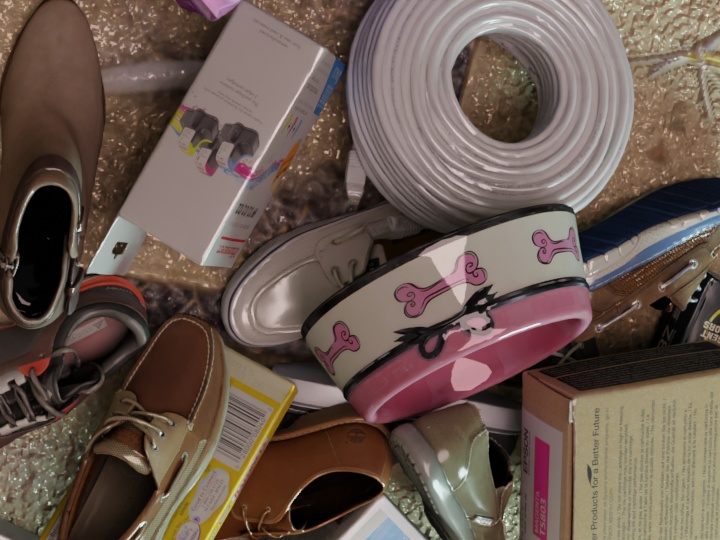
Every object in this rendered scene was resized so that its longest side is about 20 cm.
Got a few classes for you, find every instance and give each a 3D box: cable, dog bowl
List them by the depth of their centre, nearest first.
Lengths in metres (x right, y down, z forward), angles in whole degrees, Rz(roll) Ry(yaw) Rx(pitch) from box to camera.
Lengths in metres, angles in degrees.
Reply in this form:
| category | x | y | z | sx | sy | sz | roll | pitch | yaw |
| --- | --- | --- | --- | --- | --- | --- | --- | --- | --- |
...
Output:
| category | x | y | z | sx | sy | sz | roll | pitch | yaw |
| --- | --- | --- | --- | --- | --- | --- | --- | --- | --- |
| dog bowl | 0.064 | 0.034 | 1.456 | 0.199 | 0.200 | 0.074 | -20 | 77 | -13 |
| cable | 0.087 | -0.121 | 1.496 | 0.199 | 0.069 | 0.202 | 0 | 82 | -18 |

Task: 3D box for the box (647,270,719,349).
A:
| category | x | y | z | sx | sy | sz | roll | pitch | yaw |
| --- | --- | --- | --- | --- | --- | --- | --- | --- | --- |
| box | 0.300 | 0.103 | 1.669 | 0.199 | 0.049 | 0.162 | 22 | 100 | -22 |

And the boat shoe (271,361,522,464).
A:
| category | x | y | z | sx | sy | sz | roll | pitch | yaw |
| --- | --- | --- | --- | --- | --- | --- | --- | --- | --- |
| boat shoe | 0.024 | 0.111 | 1.568 | 0.199 | 0.070 | 0.067 | 10 | 99 | -29 |

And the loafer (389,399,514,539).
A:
| category | x | y | z | sx | sy | sz | roll | pitch | yaw |
| --- | --- | --- | --- | --- | --- | --- | --- | --- | --- |
| loafer | 0.082 | 0.158 | 1.535 | 0.069 | 0.075 | 0.200 | -34 | 144 | -6 |

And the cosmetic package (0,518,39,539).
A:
| category | x | y | z | sx | sy | sz | roll | pitch | yaw |
| --- | --- | --- | --- | --- | --- | --- | --- | --- | --- |
| cosmetic package | -0.304 | 0.223 | 1.487 | 0.199 | 0.052 | 0.151 | 29 | 90 | -23 |

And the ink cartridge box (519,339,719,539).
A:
| category | x | y | z | sx | sy | sz | roll | pitch | yaw |
| --- | --- | --- | --- | --- | --- | --- | --- | --- | --- |
| ink cartridge box | 0.195 | 0.161 | 1.545 | 0.164 | 0.075 | 0.201 | -7 | 107 | -25 |

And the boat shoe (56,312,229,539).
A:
| category | x | y | z | sx | sy | sz | roll | pitch | yaw |
| --- | --- | --- | --- | --- | --- | --- | --- | --- | --- |
| boat shoe | -0.141 | 0.119 | 1.439 | 0.075 | 0.072 | 0.201 | 16 | 74 | 13 |

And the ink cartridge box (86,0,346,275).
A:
| category | x | y | z | sx | sy | sz | roll | pitch | yaw |
| --- | --- | --- | --- | --- | --- | --- | --- | --- | --- |
| ink cartridge box | -0.091 | -0.068 | 1.442 | 0.068 | 0.115 | 0.201 | 31 | 93 | 6 |

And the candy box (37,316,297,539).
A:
| category | x | y | z | sx | sy | sz | roll | pitch | yaw |
| --- | --- | --- | --- | --- | --- | --- | --- | --- | --- |
| candy box | -0.134 | 0.141 | 1.484 | 0.102 | 0.026 | 0.201 | 27 | 76 | 14 |

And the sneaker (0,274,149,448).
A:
| category | x | y | z | sx | sy | sz | roll | pitch | yaw |
| --- | --- | --- | --- | --- | --- | --- | --- | --- | --- |
| sneaker | -0.225 | 0.073 | 1.457 | 0.200 | 0.082 | 0.077 | -37 | 113 | -7 |

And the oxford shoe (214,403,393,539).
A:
| category | x | y | z | sx | sy | sz | roll | pitch | yaw |
| --- | --- | --- | --- | --- | --- | --- | --- | --- | --- |
| oxford shoe | -0.070 | 0.155 | 1.512 | 0.199 | 0.072 | 0.071 | -23 | 128 | 16 |

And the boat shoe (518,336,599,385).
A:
| category | x | y | z | sx | sy | sz | roll | pitch | yaw |
| --- | --- | --- | --- | --- | --- | --- | --- | --- | --- |
| boat shoe | 0.148 | 0.067 | 1.597 | 0.071 | 0.068 | 0.201 | -16 | 107 | -13 |

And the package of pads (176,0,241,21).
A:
| category | x | y | z | sx | sy | sz | roll | pitch | yaw |
| --- | --- | --- | --- | --- | --- | --- | --- | --- | --- |
| package of pads | -0.055 | -0.253 | 1.411 | 0.200 | 0.120 | 0.076 | -44 | 111 | -5 |

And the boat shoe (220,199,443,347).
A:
| category | x | y | z | sx | sy | sz | roll | pitch | yaw |
| --- | --- | --- | --- | --- | --- | --- | --- | --- | --- |
| boat shoe | 0.000 | 0.000 | 1.524 | 0.199 | 0.070 | 0.071 | -23 | 110 | -13 |

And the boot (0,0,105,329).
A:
| category | x | y | z | sx | sy | sz | roll | pitch | yaw |
| --- | --- | --- | --- | --- | --- | --- | --- | --- | --- |
| boot | -0.195 | -0.064 | 1.395 | 0.070 | 0.146 | 0.201 | 3 | 103 | -8 |

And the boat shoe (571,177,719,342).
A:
| category | x | y | z | sx | sy | sz | roll | pitch | yaw |
| --- | --- | --- | --- | --- | --- | --- | --- | --- | --- |
| boat shoe | 0.211 | -0.009 | 1.587 | 0.199 | 0.072 | 0.073 | -22 | 114 | -26 |

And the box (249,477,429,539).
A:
| category | x | y | z | sx | sy | sz | roll | pitch | yaw |
| --- | --- | --- | --- | --- | --- | --- | --- | --- | --- |
| box | 0.023 | 0.245 | 1.579 | 0.112 | 0.101 | 0.200 | -45 | 113 | -4 |
